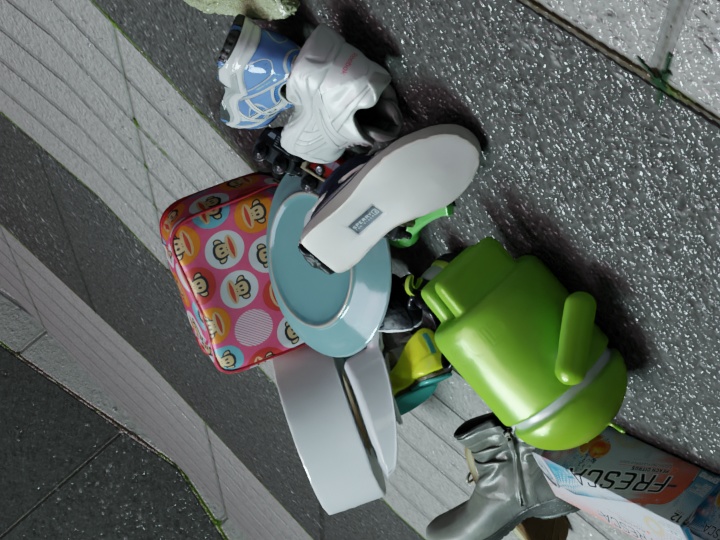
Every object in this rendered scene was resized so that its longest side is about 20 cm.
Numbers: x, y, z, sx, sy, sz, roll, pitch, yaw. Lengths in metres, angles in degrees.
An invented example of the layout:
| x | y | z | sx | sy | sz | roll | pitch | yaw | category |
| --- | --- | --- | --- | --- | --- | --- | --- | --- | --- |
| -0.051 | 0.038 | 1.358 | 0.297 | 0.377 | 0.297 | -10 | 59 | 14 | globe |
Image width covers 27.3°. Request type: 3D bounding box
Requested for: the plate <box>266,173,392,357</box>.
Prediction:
| x | y | z | sx | sy | sz | roll | pitch | yaw | category |
| --- | --- | --- | --- | --- | --- | --- | --- | --- | --- |
| -0.042 | -0.012 | 1.457 | 0.200 | 0.026 | 0.200 | 14 | 108 | 50 | plate |

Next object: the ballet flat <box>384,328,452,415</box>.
| x | y | z | sx | sy | sz | roll | pitch | yaw | category |
| --- | --- | --- | --- | --- | --- | --- | --- | --- | --- |
| 0.056 | 0.111 | 1.647 | 0.200 | 0.067 | 0.067 | 124 | 125 | -68 | ballet flat |

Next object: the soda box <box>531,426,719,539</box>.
| x | y | z | sx | sy | sz | roll | pitch | yaw | category |
| --- | --- | --- | --- | --- | --- | --- | --- | --- | --- |
| 0.253 | 0.200 | 1.362 | 0.200 | 0.064 | 0.068 | 21 | 148 | 53 | soda box |

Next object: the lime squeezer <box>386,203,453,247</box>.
| x | y | z | sx | sy | sz | roll | pitch | yaw | category |
| --- | --- | --- | --- | --- | --- | --- | --- | --- | --- |
| 0.020 | -0.060 | 1.410 | 0.200 | 0.038 | 0.071 | 30 | 154 | 46 | lime squeezer |

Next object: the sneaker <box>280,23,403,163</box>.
| x | y | z | sx | sy | sz | roll | pitch | yaw | category |
| --- | --- | --- | --- | --- | --- | --- | --- | --- | --- |
| -0.012 | -0.131 | 1.289 | 0.099 | 0.078 | 0.200 | 29 | 166 | 7 | sneaker |

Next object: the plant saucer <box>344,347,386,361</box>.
| x | y | z | sx | sy | sz | roll | pitch | yaw | category |
| --- | --- | --- | --- | --- | --- | --- | --- | --- | --- |
| -0.033 | 0.062 | 1.770 | 0.200 | 0.036 | 0.200 | 42 | 161 | 18 | plant saucer |

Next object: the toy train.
| x | y | z | sx | sy | sz | roll | pitch | yaw | category |
| --- | --- | --- | --- | --- | --- | --- | --- | --- | --- |
| -0.024 | -0.085 | 1.392 | 0.200 | 0.046 | 0.034 | 34 | -165 | 31 | toy train |

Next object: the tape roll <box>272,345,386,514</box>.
| x | y | z | sx | sy | sz | roll | pitch | yaw | category |
| --- | --- | --- | --- | --- | --- | --- | --- | --- | --- |
| -0.035 | 0.174 | 1.694 | 0.202 | 0.071 | 0.203 | -20 | -90 | -88 | tape roll |

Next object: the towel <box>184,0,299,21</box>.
| x | y | z | sx | sy | sz | roll | pitch | yaw | category |
| --- | --- | --- | --- | --- | --- | --- | --- | --- | --- |
| -0.137 | -0.287 | 1.317 | 0.200 | 0.036 | 0.148 | 21 | 148 | 54 | towel |

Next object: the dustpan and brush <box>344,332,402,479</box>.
| x | y | z | sx | sy | sz | roll | pitch | yaw | category |
| --- | --- | --- | --- | --- | --- | --- | --- | --- | --- |
| 0.014 | 0.107 | 1.597 | 0.140 | 0.057 | 0.200 | -124 | 15 | -73 | dustpan and brush |

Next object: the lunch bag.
| x | y | z | sx | sy | sz | roll | pitch | yaw | category |
| --- | --- | --- | --- | --- | --- | --- | --- | --- | --- |
| -0.111 | -0.004 | 1.611 | 0.082 | 0.176 | 0.200 | -139 | 30 | -63 | lunch bag |

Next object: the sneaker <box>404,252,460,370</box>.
| x | y | z | sx | sy | sz | roll | pitch | yaw | category |
| --- | --- | --- | --- | --- | --- | --- | --- | --- | --- |
| 0.112 | 0.075 | 1.399 | 0.200 | 0.083 | 0.072 | 52 | 162 | -9 | sneaker |

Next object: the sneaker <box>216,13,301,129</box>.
| x | y | z | sx | sy | sz | roll | pitch | yaw | category |
| --- | --- | --- | --- | --- | --- | --- | --- | --- | --- |
| -0.085 | -0.168 | 1.371 | 0.077 | 0.076 | 0.200 | 20 | 172 | 3 | sneaker |

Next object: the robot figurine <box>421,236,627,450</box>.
| x | y | z | sx | sy | sz | roll | pitch | yaw | category |
| --- | --- | --- | --- | --- | --- | --- | --- | --- | --- |
| 0.144 | 0.068 | 1.261 | 0.200 | 0.116 | 0.175 | 49 | 163 | -2 | robot figurine |

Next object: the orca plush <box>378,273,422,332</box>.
| x | y | z | sx | sy | sz | roll | pitch | yaw | category |
| --- | --- | --- | --- | --- | --- | --- | --- | --- | --- |
| 0.000 | 0.000 | 1.506 | 0.200 | 0.105 | 0.071 | -120 | 8 | -65 | orca plush |

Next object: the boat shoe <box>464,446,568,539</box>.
| x | y | z | sx | sy | sz | roll | pitch | yaw | category |
| --- | --- | --- | --- | --- | --- | --- | --- | --- | --- |
| 0.160 | 0.242 | 1.636 | 0.063 | 0.073 | 0.200 | 18 | 146 | 52 | boat shoe |

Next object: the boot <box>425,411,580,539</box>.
| x | y | z | sx | sy | sz | roll | pitch | yaw | category |
| --- | --- | --- | --- | --- | --- | --- | --- | --- | --- |
| 0.131 | 0.206 | 1.521 | 0.131 | 0.200 | 0.068 | 55 | -156 | -20 | boot |

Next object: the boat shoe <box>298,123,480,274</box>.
| x | y | z | sx | sy | sz | roll | pitch | yaw | category |
| --- | --- | --- | --- | --- | --- | --- | --- | --- | --- |
| 0.025 | -0.083 | 1.273 | 0.075 | 0.093 | 0.200 | 40 | 127 | -24 | boat shoe |
